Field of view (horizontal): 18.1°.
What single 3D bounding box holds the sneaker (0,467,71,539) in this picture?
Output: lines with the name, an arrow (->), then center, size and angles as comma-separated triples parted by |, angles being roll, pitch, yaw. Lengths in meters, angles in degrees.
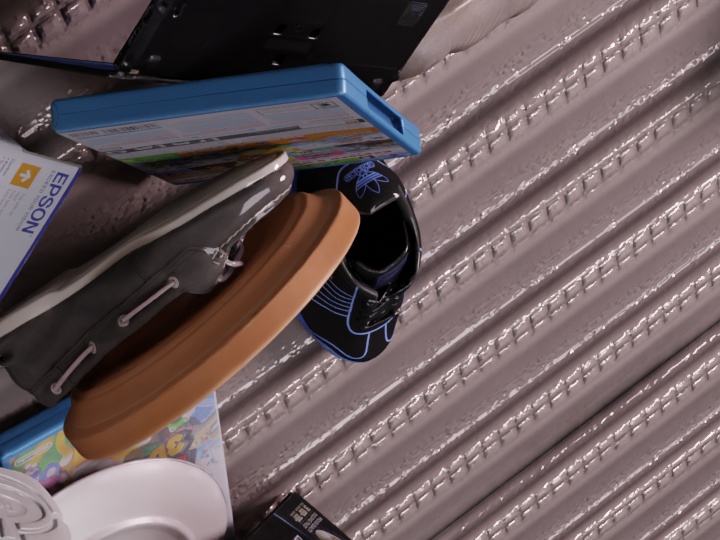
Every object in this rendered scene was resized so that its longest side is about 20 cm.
sneaker -> -0.255, 0.143, 1.230 | 0.199, 0.077, 0.081 | 23, 119, -36

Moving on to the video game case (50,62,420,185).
video game case -> -0.056, -0.071, 1.141 | 0.142, 0.018, 0.200 | -7, 173, 11

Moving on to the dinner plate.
dinner plate -> -0.161, 0.198, 1.380 | 0.200, 0.024, 0.201 | -27, 140, -25

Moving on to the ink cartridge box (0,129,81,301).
ink cartridge box -> -0.263, -0.002, 1.120 | 0.200, 0.043, 0.197 | 14, 115, -54

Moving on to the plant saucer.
plant saucer -> -0.086, 0.023, 1.225 | 0.200, 0.200, 0.032 | -42, 104, -3

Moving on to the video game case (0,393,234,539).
video game case -> -0.147, 0.139, 1.381 | 0.143, 0.018, 0.201 | -29, 142, -22

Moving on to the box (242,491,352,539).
box -> -0.079, 0.245, 1.431 | 0.164, 0.086, 0.200 | -51, 176, 10

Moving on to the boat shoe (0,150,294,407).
boat shoe -> -0.106, 0.005, 1.181 | 0.199, 0.057, 0.067 | -30, -169, 21

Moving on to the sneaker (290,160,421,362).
sneaker -> 0.000, 0.000, 1.350 | 0.070, 0.078, 0.200 | -33, 143, -16

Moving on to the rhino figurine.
rhino figurine -> 0.068, -0.163, 1.237 | 0.200, 0.087, 0.060 | -32, 105, -19

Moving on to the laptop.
laptop -> -0.060, -0.141, 1.101 | 0.177, 0.103, 0.200 | 0, 135, -45
